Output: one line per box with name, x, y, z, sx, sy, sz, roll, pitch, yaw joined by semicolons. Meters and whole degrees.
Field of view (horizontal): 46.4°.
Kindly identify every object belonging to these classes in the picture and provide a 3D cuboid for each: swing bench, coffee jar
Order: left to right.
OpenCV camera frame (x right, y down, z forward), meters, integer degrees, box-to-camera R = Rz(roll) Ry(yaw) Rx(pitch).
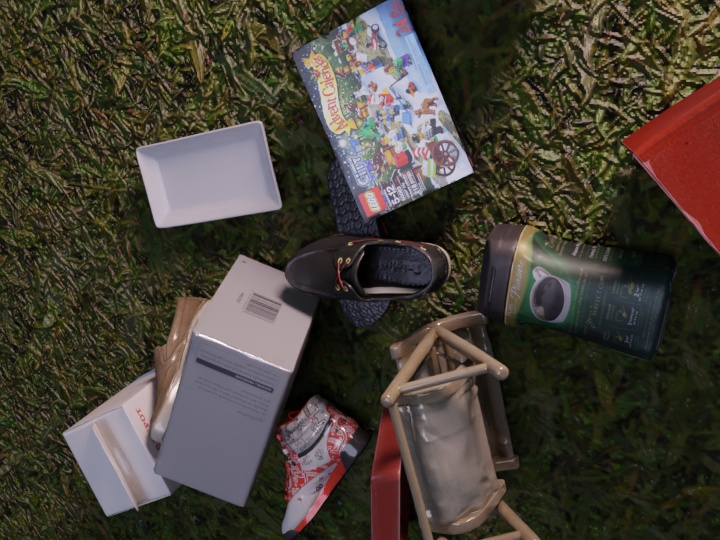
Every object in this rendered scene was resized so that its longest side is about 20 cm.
swing bench;0.107;0.177;0.916;0.127;0.200;0.204;-13;102;6
coffee jar;0.222;0.018;0.883;0.196;0.085;0.107;14;116;18

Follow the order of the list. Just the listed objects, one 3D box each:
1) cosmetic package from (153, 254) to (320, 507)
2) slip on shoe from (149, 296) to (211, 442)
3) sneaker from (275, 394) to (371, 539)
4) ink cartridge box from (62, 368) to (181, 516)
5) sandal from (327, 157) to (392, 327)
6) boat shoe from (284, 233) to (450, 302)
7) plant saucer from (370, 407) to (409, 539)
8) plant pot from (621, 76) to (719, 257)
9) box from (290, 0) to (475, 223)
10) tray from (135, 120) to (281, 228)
cosmetic package;-0.141;0.127;1.007;0.120;0.200;0.203;21;116;-2
slip on shoe;-0.235;0.119;1.064;0.059;0.203;0.076;17;148;-2
sneaker;-0.076;0.256;1.111;0.107;0.067;0.203;38;115;9
ink cartridge box;-0.280;0.217;1.111;0.123;0.200;0.131;-24;97;28
sandal;0.005;-0.036;0.993;0.073;0.045;0.206;-7;90;20
boat shoe;0.000;-0.003;0.941;0.197;0.063;0.076;0;94;22
plant saucer;0.036;0.269;0.986;0.036;0.200;0.205;2;109;6
plant pot;0.364;-0.093;0.729;0.176;0.200;0.200;-43;88;19
box;0.026;-0.173;0.916;0.134;0.038;0.204;-23;97;15
tray;-0.189;-0.119;1.058;0.196;0.022;0.110;-7;105;26
